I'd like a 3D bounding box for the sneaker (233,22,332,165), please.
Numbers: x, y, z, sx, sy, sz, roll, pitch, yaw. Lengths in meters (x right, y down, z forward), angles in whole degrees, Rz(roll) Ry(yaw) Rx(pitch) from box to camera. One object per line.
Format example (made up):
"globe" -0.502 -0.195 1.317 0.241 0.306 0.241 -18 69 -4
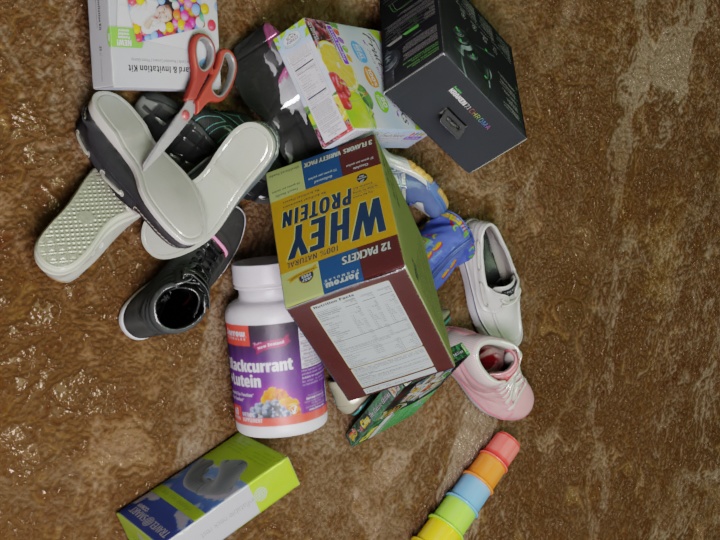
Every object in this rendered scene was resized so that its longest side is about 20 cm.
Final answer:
"sneaker" -0.085 -0.191 1.343 0.080 0.086 0.201 -24 85 9

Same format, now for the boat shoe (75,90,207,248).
"boat shoe" -0.238 -0.098 1.208 0.200 0.060 0.074 52 35 8

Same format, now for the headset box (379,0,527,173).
"headset box" 0.113 -0.244 1.392 0.174 0.093 0.201 38 35 -36

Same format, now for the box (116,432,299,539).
"box" -0.183 0.267 1.288 0.200 0.122 0.048 -32 114 -28

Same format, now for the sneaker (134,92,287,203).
"sneaker" -0.169 -0.151 1.307 0.200 0.075 0.080 31 47 -25

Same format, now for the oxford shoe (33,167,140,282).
"oxford shoe" -0.284 -0.061 1.238 0.075 0.058 0.200 36 56 3

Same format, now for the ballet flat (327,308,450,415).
"ballet flat" 0.034 0.100 1.459 0.200 0.069 0.070 -44 115 -22

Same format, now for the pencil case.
"pencil case" 0.070 0.007 1.445 0.200 0.087 0.078 -45 124 -30

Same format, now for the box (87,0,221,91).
"box" -0.226 -0.299 1.239 0.156 0.041 0.201 -8 100 -49

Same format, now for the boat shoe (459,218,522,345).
"boat shoe" 0.188 0.022 1.548 0.072 0.066 0.201 -26 107 -30

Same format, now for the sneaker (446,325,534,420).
"sneaker" 0.191 0.148 1.539 0.200 0.104 0.076 42 70 -30

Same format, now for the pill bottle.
"pill bottle" -0.101 0.087 1.334 0.111 0.111 0.201 -10 99 -32

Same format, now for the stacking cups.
"stacking cups" 0.151 0.307 1.550 0.200 0.060 0.061 -49 118 -20

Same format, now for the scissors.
"scissors" -0.183 -0.173 1.238 0.073 0.014 0.201 44 50 -43

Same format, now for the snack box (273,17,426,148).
"snack box" -0.003 -0.217 1.333 0.200 0.053 0.143 -10 74 -59

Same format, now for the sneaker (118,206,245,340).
"sneaker" -0.181 0.003 1.282 0.200 0.099 0.071 -50 116 -21

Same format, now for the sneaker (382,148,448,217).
"sneaker" 0.020 -0.113 1.430 0.200 0.075 0.088 34 83 -21

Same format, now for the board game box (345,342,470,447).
"board game box" 0.055 0.156 1.405 0.105 0.200 0.024 -26 73 -30

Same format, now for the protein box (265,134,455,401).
"protein box" 0.000 0.000 1.275 0.134 0.199 0.200 -19 140 9

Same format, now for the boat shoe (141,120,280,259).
"boat shoe" -0.161 -0.087 1.252 0.073 0.062 0.200 46 107 0
